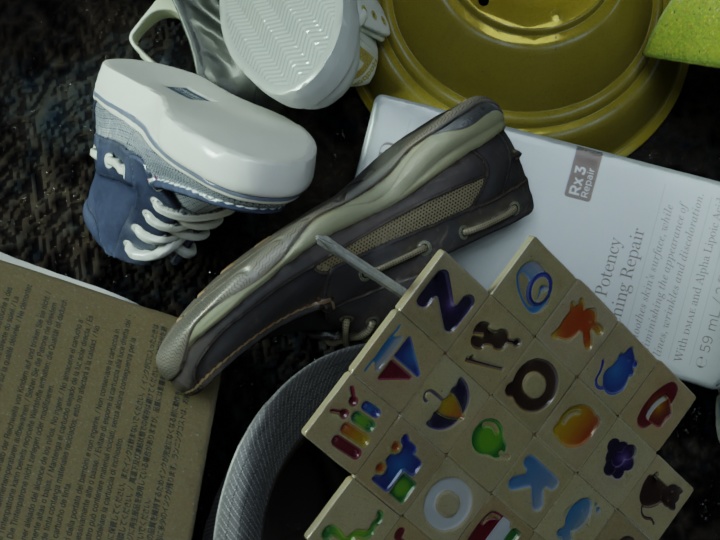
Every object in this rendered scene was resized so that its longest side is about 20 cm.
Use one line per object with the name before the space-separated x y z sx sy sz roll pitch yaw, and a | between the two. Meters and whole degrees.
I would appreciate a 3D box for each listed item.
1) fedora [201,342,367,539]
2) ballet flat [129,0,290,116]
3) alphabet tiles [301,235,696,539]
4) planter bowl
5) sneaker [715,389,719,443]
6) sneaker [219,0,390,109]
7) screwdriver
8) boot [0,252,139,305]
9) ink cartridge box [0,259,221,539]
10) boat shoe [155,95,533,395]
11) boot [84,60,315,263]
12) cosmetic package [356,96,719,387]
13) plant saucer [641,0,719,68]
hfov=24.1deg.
fedora | -0.014 0.132 0.791 0.177 0.090 0.201 -15 98 -37
ballet flat | -0.106 -0.158 0.928 0.068 0.068 0.200 -28 73 3
alphabet tiles | 0.068 0.087 0.765 0.200 0.006 0.167 42 80 -30
planter bowl | 0.089 -0.153 0.917 0.200 0.083 0.201 0 70 -1
sneaker | 0.219 0.104 0.826 0.078 0.090 0.200 5 70 1
sneaker | -0.017 -0.126 0.855 0.074 0.116 0.200 -38 40 14
screwdriver | 0.042 0.025 0.754 0.029 0.200 0.028 32 89 38
boot | -0.208 0.035 0.854 0.200 0.073 0.091 18 71 3
ink cartridge box | -0.155 0.094 0.735 0.164 0.075 0.200 19 42 -11
boat shoe | 0.000 0.000 0.768 0.200 0.074 0.073 -37 95 -11
boot | -0.082 -0.038 0.817 0.073 0.200 0.091 5 105 -25
cosmetic package | 0.093 -0.015 0.854 0.200 0.074 0.102 14 92 4
plant saucer | 0.273 -0.151 0.844 0.199 0.200 0.048 -23 113 -23
